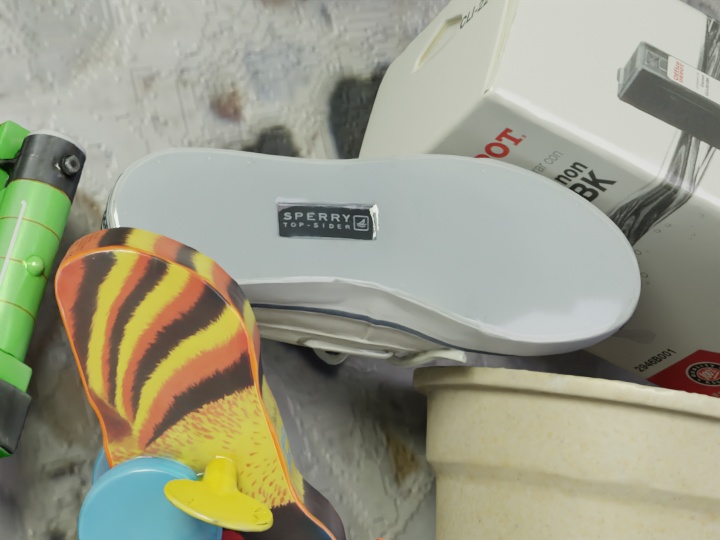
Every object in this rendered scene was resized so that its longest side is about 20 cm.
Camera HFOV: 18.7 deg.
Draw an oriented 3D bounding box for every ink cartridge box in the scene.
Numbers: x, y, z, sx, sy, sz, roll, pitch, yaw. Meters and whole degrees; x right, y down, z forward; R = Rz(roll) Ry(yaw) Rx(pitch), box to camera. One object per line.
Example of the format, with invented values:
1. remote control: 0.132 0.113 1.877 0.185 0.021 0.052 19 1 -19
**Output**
1. ink cartridge box: 0.112 -0.033 0.879 0.200 0.144 0.084 26 61 -13

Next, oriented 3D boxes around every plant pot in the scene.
1. plant pot: 0.103 0.145 0.853 0.200 0.200 0.184 17 80 -40

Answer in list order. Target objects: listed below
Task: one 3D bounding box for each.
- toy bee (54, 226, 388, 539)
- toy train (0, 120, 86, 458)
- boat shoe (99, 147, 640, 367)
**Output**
1. toy bee: -0.041 0.080 0.748 0.131 0.108 0.200 -97 -178 -56
2. toy train: -0.133 0.037 0.726 0.042 0.056 0.200 31 60 -35
3. boat shoe: -0.001 0.004 0.819 0.202 0.086 0.075 3 69 -14
